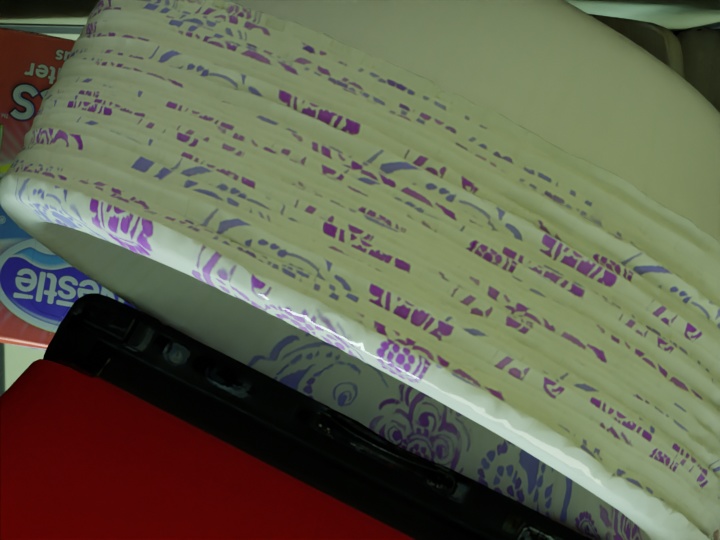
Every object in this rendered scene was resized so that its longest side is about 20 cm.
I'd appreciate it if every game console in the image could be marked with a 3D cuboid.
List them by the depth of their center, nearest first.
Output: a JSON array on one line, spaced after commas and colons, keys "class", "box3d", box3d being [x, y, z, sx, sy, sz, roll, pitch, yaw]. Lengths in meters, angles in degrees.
[{"class": "game console", "box3d": [-0.015, 0.104, 0.692, 0.200, 0.119, 0.172, 27, 162, 11]}]

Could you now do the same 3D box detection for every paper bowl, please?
[{"class": "paper bowl", "box3d": [0.017, -0.014, 0.650, 0.200, 0.105, 0.201, 27, 174, 3]}]

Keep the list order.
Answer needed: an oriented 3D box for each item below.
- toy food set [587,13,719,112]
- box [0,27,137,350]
[{"class": "toy food set", "box3d": [0.121, -0.066, 0.783, 0.200, 0.061, 0.143, 2, -172, -35]}, {"class": "box", "box3d": [-0.079, -0.020, 0.803, 0.199, 0.096, 0.100, 10, 179, 2]}]
